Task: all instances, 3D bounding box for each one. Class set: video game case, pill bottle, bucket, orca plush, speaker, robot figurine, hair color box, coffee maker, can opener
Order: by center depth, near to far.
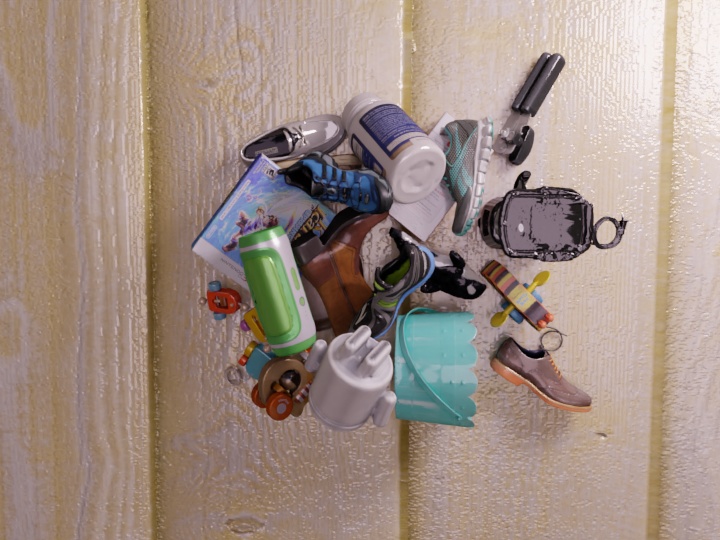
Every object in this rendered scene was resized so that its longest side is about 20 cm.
[{"bbox_3d":[-0.018,0.183,1.019,0.169,0.113,0.201,38,130,16],"label":"robot figurine"},{"bbox_3d":[-0.135,0.033,1.030,0.087,0.088,0.203,-16,99,1],"label":"speaker"},{"bbox_3d":[0.047,-0.212,1.051,0.111,0.111,0.201,-37,53,3],"label":"pill bottle"},{"bbox_3d":[0.306,-0.070,1.055,0.190,0.200,0.136,25,96,1],"label":"coffee maker"},{"bbox_3d":[0.128,0.165,1.078,0.133,0.207,0.211,0,94,5],"label":"bucket"},{"bbox_3d":[-0.159,-0.065,1.079,0.181,0.045,0.201,37,93,-21],"label":"video game case"},{"bbox_3d":[0.123,0.002,1.094,0.199,0.105,0.072,38,65,-16],"label":"orca plush"},{"bbox_3d":[0.130,-0.164,1.118,0.110,0.064,0.201,38,95,-3],"label":"hair color box"},{"bbox_3d":[0.302,-0.290,1.122,0.066,0.053,0.202,22,97,-36],"label":"can opener"}]

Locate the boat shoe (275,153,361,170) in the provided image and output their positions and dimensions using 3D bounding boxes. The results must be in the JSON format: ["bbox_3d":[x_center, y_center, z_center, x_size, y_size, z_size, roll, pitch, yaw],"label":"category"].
[{"bbox_3d":[-0.092,-0.160,1.117,0.197,0.072,0.073,-8,93,-6],"label":"boat shoe"}]

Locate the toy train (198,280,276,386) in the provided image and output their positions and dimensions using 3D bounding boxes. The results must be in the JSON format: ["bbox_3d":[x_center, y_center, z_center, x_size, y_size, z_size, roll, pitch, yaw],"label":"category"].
[{"bbox_3d":[-0.208,0.111,1.142,0.148,0.056,0.203,0,110,25],"label":"toy train"}]

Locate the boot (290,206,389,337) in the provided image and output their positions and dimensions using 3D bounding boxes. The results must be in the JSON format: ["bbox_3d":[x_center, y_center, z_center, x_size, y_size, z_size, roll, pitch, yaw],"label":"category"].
[{"bbox_3d":[0.000,0.000,1.084,0.187,0.068,0.201,-33,114,-9],"label":"boot"}]

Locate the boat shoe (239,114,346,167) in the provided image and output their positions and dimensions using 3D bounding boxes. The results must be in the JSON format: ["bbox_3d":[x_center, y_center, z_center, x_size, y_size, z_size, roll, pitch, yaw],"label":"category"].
[{"bbox_3d":[-0.119,-0.231,1.112,0.197,0.066,0.073,-13,94,1],"label":"boat shoe"}]

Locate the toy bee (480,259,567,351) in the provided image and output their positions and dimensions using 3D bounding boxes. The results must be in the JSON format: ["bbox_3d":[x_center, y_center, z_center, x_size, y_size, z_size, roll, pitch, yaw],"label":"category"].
[{"bbox_3d":[0.303,0.060,1.112,0.198,0.109,0.132,25,92,-2],"label":"toy bee"}]

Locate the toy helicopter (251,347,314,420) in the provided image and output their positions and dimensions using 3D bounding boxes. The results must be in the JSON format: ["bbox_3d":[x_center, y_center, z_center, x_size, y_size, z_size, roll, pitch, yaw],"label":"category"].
[{"bbox_3d":[-0.089,0.196,1.116,0.198,0.079,0.134,16,90,-35],"label":"toy helicopter"}]

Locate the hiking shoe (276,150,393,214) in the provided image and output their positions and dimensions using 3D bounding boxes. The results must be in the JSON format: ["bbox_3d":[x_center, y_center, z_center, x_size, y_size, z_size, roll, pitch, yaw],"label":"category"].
[{"bbox_3d":[-0.038,-0.129,1.005,0.199,0.086,0.075,25,129,35],"label":"hiking shoe"}]

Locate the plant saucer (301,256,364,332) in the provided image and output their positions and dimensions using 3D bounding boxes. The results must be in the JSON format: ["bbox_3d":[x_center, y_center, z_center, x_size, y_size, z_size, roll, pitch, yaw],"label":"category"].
[{"bbox_3d":[-0.091,0.011,1.147,0.197,0.032,0.203,0,95,0],"label":"plant saucer"}]

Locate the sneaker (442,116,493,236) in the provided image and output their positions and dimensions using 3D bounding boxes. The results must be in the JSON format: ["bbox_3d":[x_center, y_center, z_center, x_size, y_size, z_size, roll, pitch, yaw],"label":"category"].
[{"bbox_3d":[0.167,-0.161,1.062,0.090,0.078,0.203,10,92,14],"label":"sneaker"}]

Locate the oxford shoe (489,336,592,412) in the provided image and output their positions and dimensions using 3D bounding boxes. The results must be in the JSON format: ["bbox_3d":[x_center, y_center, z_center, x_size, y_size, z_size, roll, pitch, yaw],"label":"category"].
[{"bbox_3d":[0.337,0.190,1.134,0.198,0.071,0.074,27,105,-2],"label":"oxford shoe"}]

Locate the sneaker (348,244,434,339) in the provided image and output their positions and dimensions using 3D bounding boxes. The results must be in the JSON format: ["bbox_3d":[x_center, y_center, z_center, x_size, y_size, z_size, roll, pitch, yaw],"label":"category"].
[{"bbox_3d":[0.039,0.035,1.048,0.082,0.071,0.200,25,109,-42],"label":"sneaker"}]
